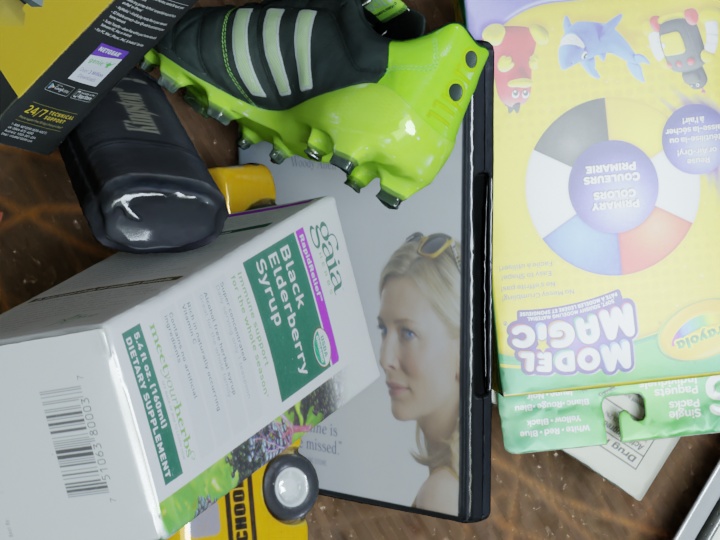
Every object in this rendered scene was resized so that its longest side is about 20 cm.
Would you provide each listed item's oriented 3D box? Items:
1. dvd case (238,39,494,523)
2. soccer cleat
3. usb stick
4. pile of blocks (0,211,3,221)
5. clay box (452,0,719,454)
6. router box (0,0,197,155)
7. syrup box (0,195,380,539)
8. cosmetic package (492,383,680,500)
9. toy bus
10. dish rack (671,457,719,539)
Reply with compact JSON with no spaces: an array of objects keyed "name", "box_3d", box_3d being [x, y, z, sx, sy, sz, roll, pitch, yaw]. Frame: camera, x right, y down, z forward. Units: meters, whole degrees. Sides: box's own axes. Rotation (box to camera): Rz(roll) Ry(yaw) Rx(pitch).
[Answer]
[{"name":"dvd case","box_3d":[0.000,0.000,1.119,0.017,0.142,0.202,-6,99,-45]},{"name":"soccer cleat","box_3d":[-0.021,-0.086,1.079,0.067,0.200,0.081,38,82,-40]},{"name":"usb stick","box_3d":[-0.094,-0.049,1.056,0.055,0.200,0.033,-2,108,-12]},{"name":"pile of blocks","box_3d":[-0.197,0.003,1.039,0.062,0.200,0.083,15,103,19]},{"name":"clay box","box_3d":[0.106,-0.025,1.103,0.114,0.048,0.201,-6,91,-3]},{"name":"router box","box_3d":[-0.137,-0.172,1.036,0.157,0.052,0.200,-44,68,16]},{"name":"syrup box","box_3d":[-0.071,0.036,0.982,0.081,0.200,0.079,-9,101,26]},{"name":"cosmetic package","box_3d":[0.130,-0.011,1.170,0.103,0.073,0.201,34,89,-12]},{"name":"toy bus","box_3d":[-0.070,0.057,1.122,0.078,0.065,0.201,-7,92,-36]},{"name":"dish rack","box_3d":[0.230,0.158,1.225,0.199,0.044,0.172,31,91,-13]}]
